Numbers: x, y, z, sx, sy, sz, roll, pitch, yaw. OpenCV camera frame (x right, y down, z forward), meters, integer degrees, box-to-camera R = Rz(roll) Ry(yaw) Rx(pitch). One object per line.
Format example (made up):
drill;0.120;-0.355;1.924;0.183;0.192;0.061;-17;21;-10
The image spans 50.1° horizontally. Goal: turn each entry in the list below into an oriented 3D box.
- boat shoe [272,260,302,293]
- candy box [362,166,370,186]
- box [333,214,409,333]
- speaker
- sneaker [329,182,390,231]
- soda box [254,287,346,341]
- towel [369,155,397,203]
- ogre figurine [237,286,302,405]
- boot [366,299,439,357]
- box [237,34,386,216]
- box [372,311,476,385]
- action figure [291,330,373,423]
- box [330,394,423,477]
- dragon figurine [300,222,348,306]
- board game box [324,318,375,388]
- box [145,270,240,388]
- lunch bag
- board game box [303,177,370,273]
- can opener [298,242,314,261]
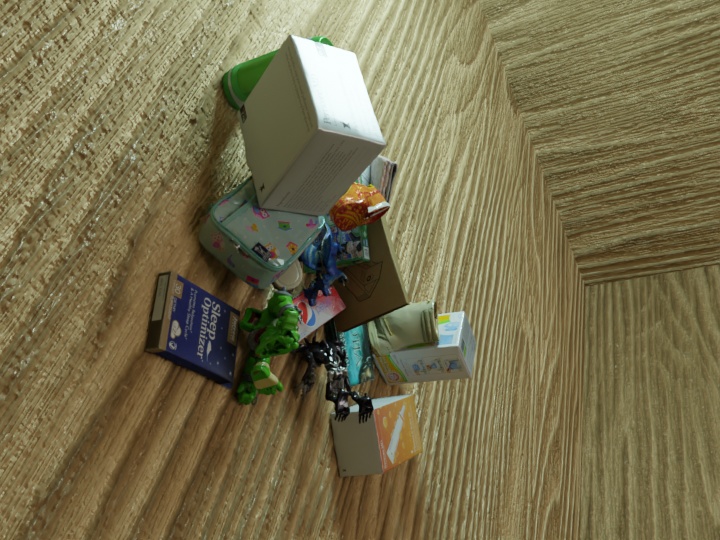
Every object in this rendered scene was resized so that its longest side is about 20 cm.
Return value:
boat shoe;-0.152;-0.054;1.366;0.060;0.072;0.200;122;-48;-68
candy box;-0.040;-0.241;1.599;0.055;0.115;0.200;38;47;-51
box;0.000;0.000;1.480;0.021;0.163;0.200;13;57;-54
speaker;-0.139;-0.341;1.346;0.088;0.200;0.089;36;48;-54
sneaker;-0.015;-0.118;1.375;0.077;0.073;0.200;50;18;9
soda box;-0.104;0.080;1.387;0.070;0.063;0.200;59;29;-2
towel;0.021;-0.140;1.588;0.191;0.032;0.200;-134;-124;-72
ogre figurine;-0.144;0.109;1.223;0.120;0.098;0.200;-95;-170;-51
boot;0.087;0.076;1.661;0.073;0.155;0.200;52;27;-60
box;-0.085;-0.227;1.239;0.131;0.200;0.199;5;56;-36
box;0.141;0.173;1.698;0.113;0.200;0.101;-71;145;-48
action figure;-0.062;0.195;1.403;0.119;0.102;0.200;2;35;-36
box;0.036;0.327;1.546;0.200;0.097;0.125;-2;82;-63
dragon figurine;-0.069;-0.026;1.390;0.099;0.059;0.200;39;42;-61
board game box;-0.026;0.134;1.577;0.135;0.028;0.200;-3;82;-63
box;-0.238;0.095;1.170;0.200;0.032;0.121;41;44;-52
lunch bag;-0.162;-0.074;1.262;0.160;0.077;0.200;43;41;-3
board game box;-0.055;-0.104;1.494;0.029;0.134;0.200;13;68;-58
can opener;-0.128;-0.115;1.441;0.053;0.066;0.200;-35;120;-44
